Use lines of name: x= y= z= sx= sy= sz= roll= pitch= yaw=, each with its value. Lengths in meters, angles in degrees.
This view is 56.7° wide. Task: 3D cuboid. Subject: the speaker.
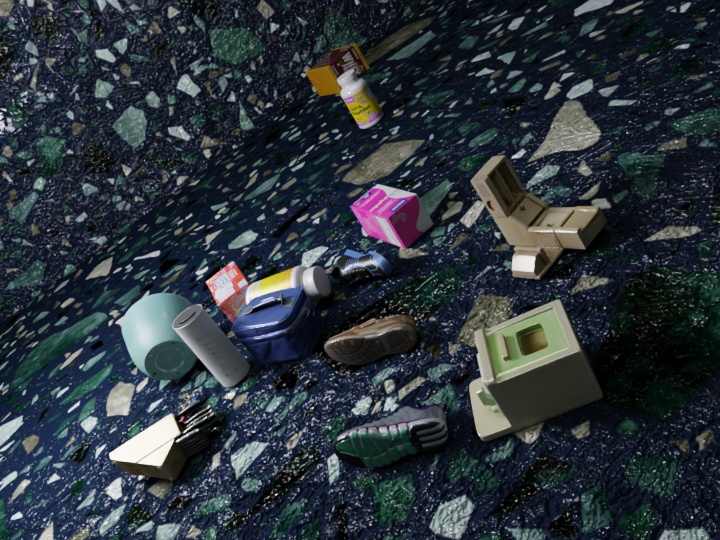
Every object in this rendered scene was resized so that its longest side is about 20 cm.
speaker: x=-0.342 y=0.174 z=1.535 sx=0.081 sy=0.200 sz=0.081 roll=-25 pitch=29 yaw=15

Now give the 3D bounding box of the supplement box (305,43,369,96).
supplement box: x=-0.106 y=-0.929 z=3.094 sx=0.200 sy=0.133 sz=0.197 roll=-46 pitch=30 yaw=-20

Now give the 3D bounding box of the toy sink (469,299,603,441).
toy sink: x=0.246 y=0.152 z=1.032 sx=0.200 sy=0.112 sz=0.130 roll=-25 pitch=29 yaw=17

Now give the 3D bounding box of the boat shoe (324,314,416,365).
boat shoe: x=0.024 y=0.137 z=1.349 sx=0.199 sy=0.076 sz=0.072 roll=-12 pitch=30 yaw=20

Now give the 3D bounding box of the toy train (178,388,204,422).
toy train: x=-0.415 y=0.351 z=1.517 sx=0.046 sy=0.034 sz=0.200 roll=-7 pitch=39 yaw=36

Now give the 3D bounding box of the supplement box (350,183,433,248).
supplement box: x=0.077 y=-0.140 z=1.690 sx=0.101 sy=0.103 sz=0.200 roll=-41 pitch=30 yaw=-14

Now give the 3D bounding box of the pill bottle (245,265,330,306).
pill bottle: x=-0.176 y=0.056 z=1.643 sx=0.200 sy=0.109 sz=0.109 roll=-20 pitch=31 yaw=26

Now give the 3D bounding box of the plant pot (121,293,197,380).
plant pot: x=-0.500 y=0.186 z=1.712 sx=0.200 sy=0.201 sz=0.161 roll=-35 pitch=38 yaw=-2

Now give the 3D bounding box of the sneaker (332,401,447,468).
sneaker: x=0.053 y=0.272 z=1.118 sx=0.199 sy=0.075 sz=0.088 roll=-14 pitch=19 yaw=18

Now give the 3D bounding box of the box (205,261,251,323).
box: x=-0.341 y=0.064 z=1.822 sx=0.100 sy=0.096 sz=0.200 roll=-38 pitch=28 yaw=-7

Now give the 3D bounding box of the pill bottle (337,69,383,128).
pill bottle: x=-0.005 y=-0.627 z=2.436 sx=0.104 sy=0.200 sz=0.104 roll=-26 pitch=28 yaw=15

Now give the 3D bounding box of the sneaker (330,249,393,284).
sneaker: x=0.000 y=0.000 z=1.594 sx=0.078 sy=0.070 sz=0.200 roll=-49 pitch=25 yaw=-18

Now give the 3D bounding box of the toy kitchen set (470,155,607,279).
toy kitchen set: x=0.318 y=-0.105 z=1.285 sx=0.163 sy=0.181 sz=0.200 roll=-47 pitch=26 yaw=-20

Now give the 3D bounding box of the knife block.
knife block: x=-0.412 y=0.354 z=1.436 sx=0.199 sy=0.064 sz=0.176 roll=-1 pitch=45 yaw=23

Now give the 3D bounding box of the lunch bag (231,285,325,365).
lunch bag: x=-0.187 y=0.120 z=1.529 sx=0.200 sy=0.132 sz=0.136 roll=-16 pitch=33 yaw=32
